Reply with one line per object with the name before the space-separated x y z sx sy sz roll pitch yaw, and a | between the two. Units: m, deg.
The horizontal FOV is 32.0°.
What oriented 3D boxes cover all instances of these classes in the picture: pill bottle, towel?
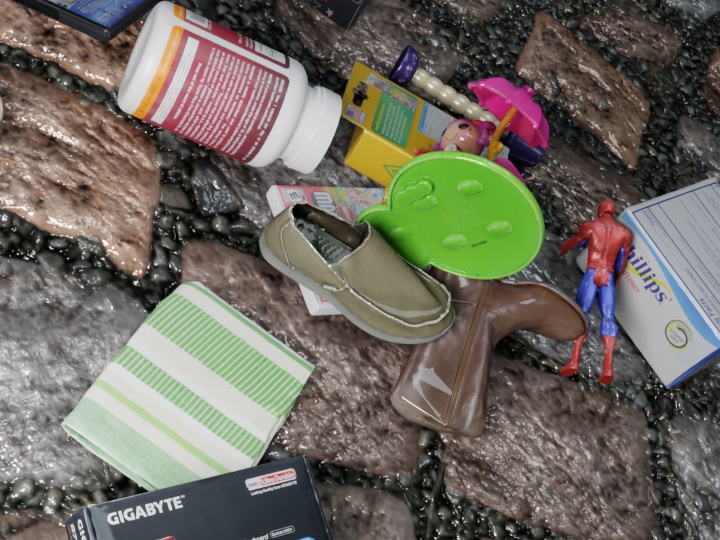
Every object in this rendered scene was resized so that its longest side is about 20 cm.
pill bottle | -0.124 -0.170 1.217 0.199 0.113 0.114 22 46 -19
towel | -0.136 0.107 1.054 0.152 0.023 0.200 37 45 -4

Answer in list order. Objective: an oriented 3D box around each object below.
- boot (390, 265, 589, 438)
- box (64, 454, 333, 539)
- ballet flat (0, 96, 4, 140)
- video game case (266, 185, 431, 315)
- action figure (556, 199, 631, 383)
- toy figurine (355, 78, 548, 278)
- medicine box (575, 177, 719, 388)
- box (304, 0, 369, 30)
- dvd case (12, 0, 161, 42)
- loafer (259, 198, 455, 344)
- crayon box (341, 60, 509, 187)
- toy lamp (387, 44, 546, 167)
boot | 0.129 0.091 1.216 0.185 0.064 0.201 22 50 -8
box | -0.105 0.236 0.938 0.199 0.046 0.160 -6 70 -39
ballet flat | -0.346 -0.086 1.024 0.068 0.067 0.201 27 45 -14
video game case | 0.012 -0.023 1.266 0.199 0.017 0.144 -1 57 -36
action figure | 0.249 0.024 1.360 0.065 0.099 0.202 13 72 -3
toy figurine | 0.106 -0.103 1.221 0.150 0.199 0.185 49 45 -25
medicine box | 0.379 0.010 1.439 0.199 0.103 0.183 -18 68 -42
box | -0.049 -0.403 1.443 0.199 0.132 0.115 33 45 -9
dvd case | -0.289 -0.293 1.219 0.199 0.018 0.143 25 44 12
loafer | 0.000 0.000 1.163 0.199 0.070 0.076 26 54 -1
crayon box | 0.060 -0.131 1.345 0.199 0.052 0.126 29 35 -10
toy lamp | 0.125 -0.184 1.449 0.199 0.058 0.058 30 44 -9
